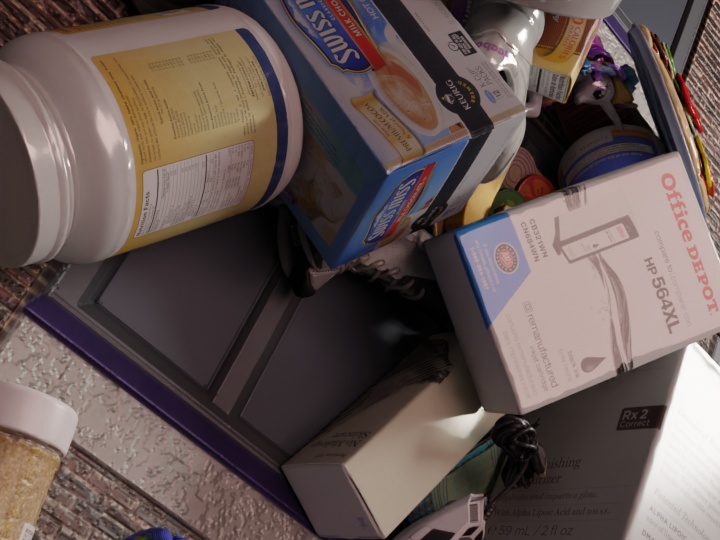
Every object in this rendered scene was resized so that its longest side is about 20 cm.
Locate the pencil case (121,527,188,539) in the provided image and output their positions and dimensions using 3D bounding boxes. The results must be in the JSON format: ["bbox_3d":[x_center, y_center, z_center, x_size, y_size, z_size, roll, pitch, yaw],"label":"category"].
[{"bbox_3d":[-0.100,0.256,0.717,0.087,0.078,0.200,-36,107,-9],"label":"pencil case"}]

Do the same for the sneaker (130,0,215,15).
[{"bbox_3d":[-0.077,-0.230,0.836,0.200,0.091,0.076,-21,86,-43],"label":"sneaker"}]

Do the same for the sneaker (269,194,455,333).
[{"bbox_3d":[0.000,0.000,0.874,0.200,0.075,0.116,48,58,-10],"label":"sneaker"}]

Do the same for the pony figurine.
[{"bbox_3d":[0.158,-0.218,1.014,0.200,0.167,0.193,-7,84,-20],"label":"pony figurine"}]

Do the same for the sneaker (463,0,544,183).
[{"bbox_3d":[0.091,-0.127,0.869,0.075,0.200,0.100,16,57,11],"label":"sneaker"}]

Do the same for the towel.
[{"bbox_3d":[0.123,0.221,0.956,0.200,0.022,0.147,-22,95,-41],"label":"towel"}]

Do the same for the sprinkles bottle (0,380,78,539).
[{"bbox_3d":[-0.228,0.166,0.635,0.068,0.068,0.200,31,62,-32],"label":"sprinkles bottle"}]

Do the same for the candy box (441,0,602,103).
[{"bbox_3d":[0.104,-0.234,0.923,0.200,0.056,0.117,23,77,10],"label":"candy box"}]

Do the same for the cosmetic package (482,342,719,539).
[{"bbox_3d":[0.232,0.190,0.933,0.165,0.165,0.200,42,56,-24],"label":"cosmetic package"}]

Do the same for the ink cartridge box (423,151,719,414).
[{"bbox_3d":[0.171,0.008,0.852,0.200,0.084,0.146,-21,90,-15],"label":"ink cartridge box"}]

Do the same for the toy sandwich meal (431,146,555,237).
[{"bbox_3d":[0.143,-0.023,0.994,0.205,0.070,0.206,10,74,-39],"label":"toy sandwich meal"}]

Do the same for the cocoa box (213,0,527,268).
[{"bbox_3d":[-0.007,-0.130,0.794,0.131,0.133,0.200,-25,72,-31],"label":"cocoa box"}]

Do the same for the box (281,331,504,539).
[{"bbox_3d":[0.038,0.124,0.866,0.200,0.082,0.068,-37,105,-41],"label":"box"}]

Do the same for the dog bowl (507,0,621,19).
[{"bbox_3d":[0.115,-0.247,0.811,0.200,0.200,0.059,-8,128,-41],"label":"dog bowl"}]

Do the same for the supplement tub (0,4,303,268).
[{"bbox_3d":[-0.152,-0.087,0.705,0.200,0.144,0.145,-22,95,-41],"label":"supplement tub"}]

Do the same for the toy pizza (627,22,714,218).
[{"bbox_3d":[0.302,-0.144,1.048,0.200,0.032,0.200,-20,90,-77],"label":"toy pizza"}]

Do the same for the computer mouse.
[{"bbox_3d":[0.066,0.199,0.854,0.200,0.044,0.110,-45,153,-6],"label":"computer mouse"}]

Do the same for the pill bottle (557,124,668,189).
[{"bbox_3d":[0.252,-0.034,1.016,0.112,0.112,0.200,35,34,-30],"label":"pill bottle"}]

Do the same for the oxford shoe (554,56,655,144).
[{"bbox_3d":[0.258,-0.150,1.137,0.200,0.071,0.074,55,29,-20],"label":"oxford shoe"}]
